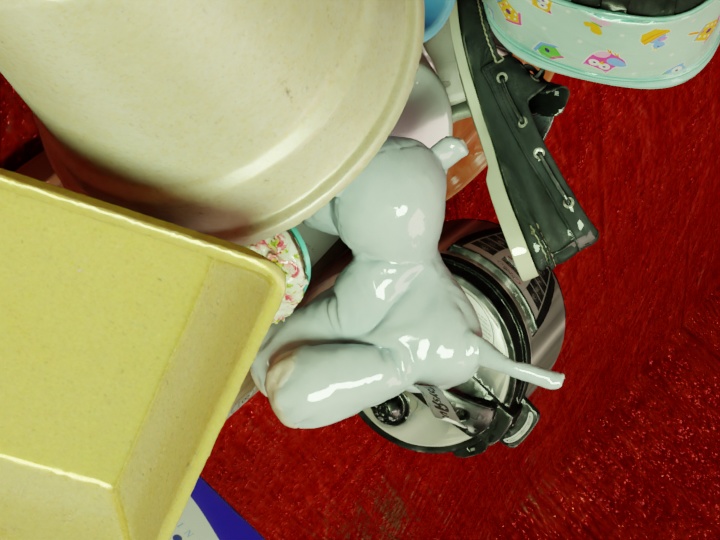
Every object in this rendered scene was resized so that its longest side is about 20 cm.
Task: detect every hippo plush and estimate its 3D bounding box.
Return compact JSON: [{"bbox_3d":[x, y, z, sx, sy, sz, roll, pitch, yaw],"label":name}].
[{"bbox_3d":[0.000,0.000,1.127,0.158,0.200,0.163,-19,110,-20],"label":"hippo plush"}]

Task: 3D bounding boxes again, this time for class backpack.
[{"bbox_3d":[0.160,-0.211,1.125,0.154,0.174,0.202,96,10,-58],"label":"backpack"}]

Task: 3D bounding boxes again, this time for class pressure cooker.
[{"bbox_3d":[0.074,0.060,1.524,0.200,0.174,0.181,-35,120,-63],"label":"pressure cooker"}]

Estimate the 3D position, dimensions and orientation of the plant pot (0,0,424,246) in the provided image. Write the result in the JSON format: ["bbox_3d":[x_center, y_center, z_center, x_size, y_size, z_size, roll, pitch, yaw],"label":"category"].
[{"bbox_3d":[-0.093,-0.134,0.763,0.201,0.200,0.183,-48,152,-1],"label":"plant pot"}]

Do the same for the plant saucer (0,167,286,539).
[{"bbox_3d":[-0.156,0.034,0.800,0.049,0.198,0.201,-92,-156,-55],"label":"plant saucer"}]

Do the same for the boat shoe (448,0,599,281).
[{"bbox_3d":[0.105,-0.096,1.155,0.065,0.201,0.075,-17,155,9],"label":"boat shoe"}]

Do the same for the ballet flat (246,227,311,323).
[{"bbox_3d":[-0.086,0.005,1.112,0.063,0.076,0.200,-24,-175,-18],"label":"ballet flat"}]

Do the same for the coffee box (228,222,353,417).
[{"bbox_3d":[-0.060,0.004,1.278,0.200,0.080,0.115,-42,163,-21],"label":"coffee box"}]

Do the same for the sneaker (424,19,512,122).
[{"bbox_3d":[0.083,-0.160,1.273,0.201,0.088,0.074,-54,161,11],"label":"sneaker"}]

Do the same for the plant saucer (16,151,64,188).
[{"bbox_3d":[-0.178,0.002,1.046,0.200,0.032,0.201,-44,163,-17],"label":"plant saucer"}]

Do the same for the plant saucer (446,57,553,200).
[{"bbox_3d":[0.089,-0.132,1.436,0.200,0.032,0.201,-43,163,-17],"label":"plant saucer"}]

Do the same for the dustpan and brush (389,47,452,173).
[{"bbox_3d":[0.024,-0.130,1.210,0.139,0.057,0.201,22,105,-34],"label":"dustpan and brush"}]

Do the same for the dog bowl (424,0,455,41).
[{"bbox_3d":[-0.011,-0.161,1.001,0.200,0.049,0.113,-34,122,-47],"label":"dog bowl"}]

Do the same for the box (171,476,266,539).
[{"bbox_3d":[-0.168,0.271,1.412,0.200,0.184,0.105,-40,159,-27],"label":"box"}]
